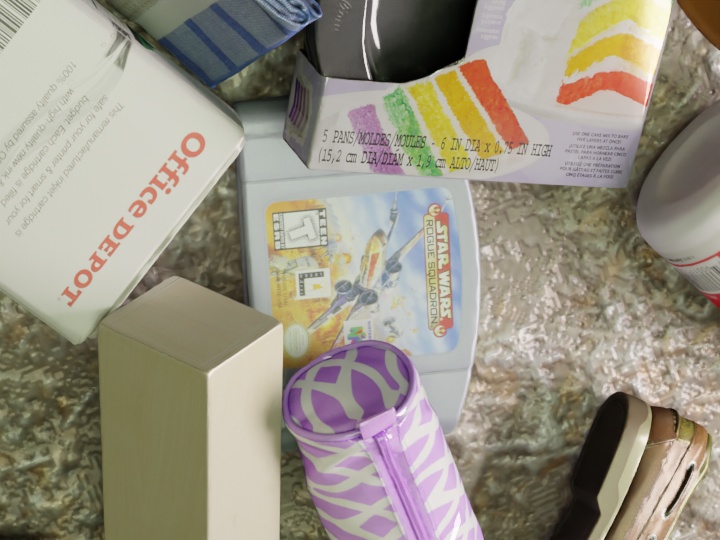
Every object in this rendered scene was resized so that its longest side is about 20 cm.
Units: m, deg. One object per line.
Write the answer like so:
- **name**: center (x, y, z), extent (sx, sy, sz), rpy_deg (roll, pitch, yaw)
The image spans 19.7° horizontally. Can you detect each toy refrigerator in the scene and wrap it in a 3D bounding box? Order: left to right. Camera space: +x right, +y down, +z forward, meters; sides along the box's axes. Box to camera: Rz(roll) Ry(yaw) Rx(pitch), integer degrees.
- **toy refrigerator**: center (-0.088, 0.111, 1.106), extent (0.070, 0.076, 0.201), rpy_deg (-34, 136, -44)

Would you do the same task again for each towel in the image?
- **towel**: center (-0.123, -0.170, 1.029), extent (0.200, 0.147, 0.024), rpy_deg (40, 67, -15)

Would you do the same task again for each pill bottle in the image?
- **pill bottle**: center (0.258, -0.001, 1.158), extent (0.200, 0.112, 0.112), rpy_deg (40, 94, -18)

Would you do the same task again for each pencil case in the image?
- **pencil case**: center (0.021, 0.134, 1.138), extent (0.084, 0.086, 0.201), rpy_deg (-25, 124, -2)

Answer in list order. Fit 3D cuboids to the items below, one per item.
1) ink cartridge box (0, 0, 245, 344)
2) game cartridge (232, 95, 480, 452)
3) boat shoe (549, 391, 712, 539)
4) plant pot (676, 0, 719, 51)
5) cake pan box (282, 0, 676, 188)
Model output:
- **ink cartridge box**: center (-0.180, -0.081, 1.070), extent (0.200, 0.084, 0.146), rpy_deg (38, 95, -18)
- **game cartridge**: center (0.000, 0.000, 1.151), extent (0.132, 0.042, 0.201), rpy_deg (-5, 105, -5)
- **boat shoe**: center (0.144, 0.174, 1.202), extent (0.068, 0.072, 0.201), rpy_deg (21, 100, -14)
- **plant pot**: center (0.251, -0.216, 1.070), extent (0.140, 0.200, 0.201), rpy_deg (-21, 108, -21)
- **cake pan box**: center (0.065, -0.138, 1.062), extent (0.199, 0.052, 0.185), rpy_deg (4, 112, -23)
